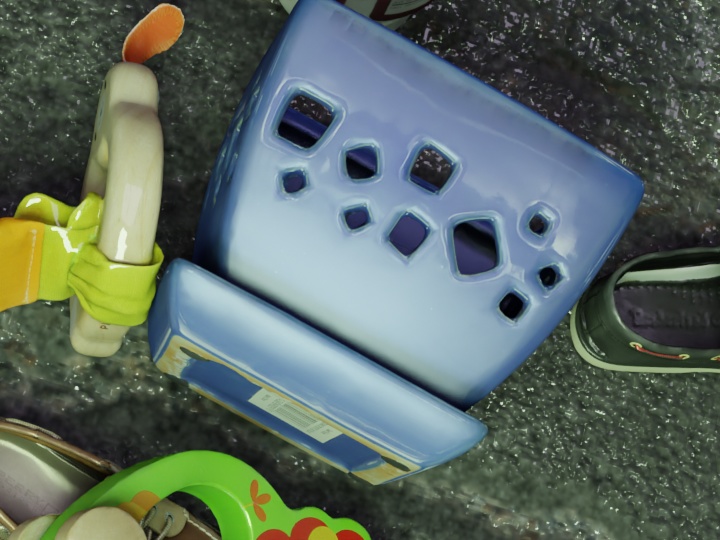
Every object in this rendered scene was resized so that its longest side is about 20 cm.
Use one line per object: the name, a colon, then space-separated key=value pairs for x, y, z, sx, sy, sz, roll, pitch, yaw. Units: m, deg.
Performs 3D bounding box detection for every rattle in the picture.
rattle: x=-0.167 y=-0.061 z=0.939 sx=0.142 sy=0.130 sz=0.201 roll=0 pitch=65 yaw=-2

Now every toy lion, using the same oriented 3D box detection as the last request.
toy lion: x=-0.056 y=0.178 z=0.891 sx=0.192 sy=0.069 sz=0.200 roll=-29 pitch=98 yaw=-41

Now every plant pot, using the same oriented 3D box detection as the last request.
plant pot: x=0.000 y=0.000 z=0.930 sx=0.200 sy=0.200 sz=0.180 roll=30 pitch=76 yaw=-5

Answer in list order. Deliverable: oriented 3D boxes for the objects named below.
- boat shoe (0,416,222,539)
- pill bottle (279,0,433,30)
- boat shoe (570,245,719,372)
boat shoe: x=-0.132 y=0.138 z=0.923 sx=0.200 sy=0.072 sz=0.076 roll=27 pitch=71 yaw=-4
pill bottle: x=0.013 y=-0.207 z=0.984 sx=0.114 sy=0.200 sz=0.115 roll=4 pitch=74 yaw=-13
boat shoe: x=0.226 y=0.022 z=1.044 sx=0.201 sy=0.063 sz=0.074 roll=-3 pitch=74 yaw=-15
